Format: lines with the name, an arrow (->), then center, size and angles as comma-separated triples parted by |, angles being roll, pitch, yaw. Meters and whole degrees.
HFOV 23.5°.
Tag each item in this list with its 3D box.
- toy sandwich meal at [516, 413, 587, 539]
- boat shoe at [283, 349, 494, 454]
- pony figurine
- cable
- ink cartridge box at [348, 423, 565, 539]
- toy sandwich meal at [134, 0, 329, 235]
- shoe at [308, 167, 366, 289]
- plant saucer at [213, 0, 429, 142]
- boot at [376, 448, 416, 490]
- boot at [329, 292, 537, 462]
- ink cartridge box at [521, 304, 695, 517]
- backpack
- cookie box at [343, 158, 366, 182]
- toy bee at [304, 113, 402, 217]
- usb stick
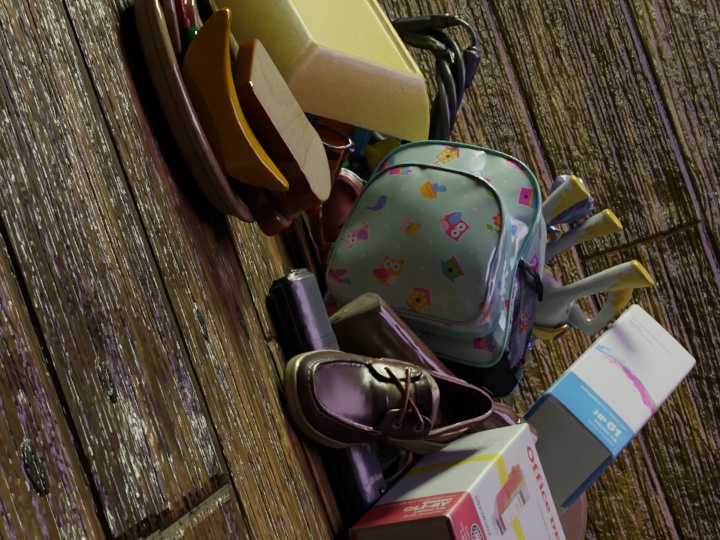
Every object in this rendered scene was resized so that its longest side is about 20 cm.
toy sandwich meal -> 0.128, 0.233, 1.636 | 0.070, 0.205, 0.205 | -11, -80, 65
boat shoe -> 0.026, 0.091, 1.250 | 0.200, 0.072, 0.072 | 21, 57, -49
pony figurine -> 0.146, 0.005, 1.597 | 0.193, 0.200, 0.166 | 56, 18, 15
cable -> 0.036, -0.156, 1.606 | 0.200, 0.051, 0.164 | 5, -93, 55
ink cartridge box -> 0.082, 0.215, 1.280 | 0.200, 0.083, 0.145 | -34, 108, -64
toy sandwich meal -> -0.084, -0.119, 1.162 | 0.205, 0.070, 0.206 | -20, 90, -84
shoe -> 0.000, 0.000, 1.566 | 0.091, 0.071, 0.200 | 54, 21, -87
plant saucer -> -0.033, -0.210, 1.479 | 0.200, 0.048, 0.200 | 11, 42, -48
boot -> 0.059, 0.234, 1.405 | 0.175, 0.066, 0.200 | -72, 141, -80
boot -> 0.017, 0.104, 1.409 | 0.200, 0.186, 0.064 | 37, 48, -22
ink cartridge box -> 0.197, 0.136, 1.544 | 0.085, 0.145, 0.200 | 42, 38, 8
backpack -> 0.067, -0.013, 1.453 | 0.153, 0.175, 0.200 | 68, 37, -56
cookie box -> -0.020, -0.126, 1.766 | 0.171, 0.075, 0.200 | 43, 28, -77
toy bee -> -0.037, -0.110, 1.521 | 0.131, 0.109, 0.200 | 33, 30, 20
usb stick -> -0.021, 0.095, 1.279 | 0.055, 0.033, 0.200 | -16, 87, -77
